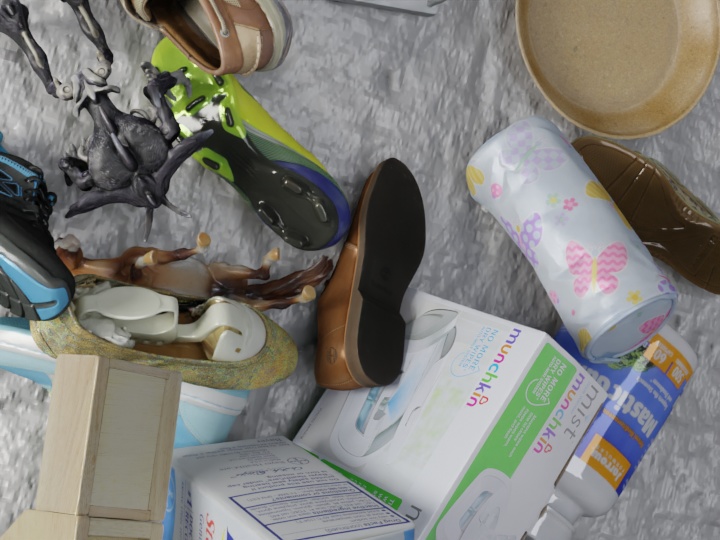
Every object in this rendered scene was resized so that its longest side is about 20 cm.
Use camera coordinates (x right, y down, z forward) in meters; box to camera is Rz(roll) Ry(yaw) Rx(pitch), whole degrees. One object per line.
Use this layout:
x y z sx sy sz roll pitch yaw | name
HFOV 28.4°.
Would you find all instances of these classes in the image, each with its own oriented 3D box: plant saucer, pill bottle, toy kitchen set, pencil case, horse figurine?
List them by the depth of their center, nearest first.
-0.205 0.156 0.977 0.163 0.200 0.181 19 75 -54 | toy kitchen set
-0.119 0.005 1.039 0.200 0.132 0.050 11 73 -35 | horse figurine
0.162 -0.025 1.110 0.091 0.083 0.200 -40 62 14 | pencil case
0.176 0.128 1.148 0.112 0.112 0.200 38 77 -17 | pill bottle
0.212 -0.209 1.201 0.200 0.035 0.201 0 90 -21 | plant saucer

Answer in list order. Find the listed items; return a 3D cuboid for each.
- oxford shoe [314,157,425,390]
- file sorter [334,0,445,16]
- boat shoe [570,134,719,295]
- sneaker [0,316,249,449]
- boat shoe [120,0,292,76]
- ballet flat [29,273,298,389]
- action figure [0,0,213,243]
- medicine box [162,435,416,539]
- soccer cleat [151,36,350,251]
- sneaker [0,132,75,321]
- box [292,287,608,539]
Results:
0.000 0.000 1.095 0.071 0.071 0.200 38 52 -34 | oxford shoe
-0.006 -0.283 1.069 0.200 0.125 0.139 5 89 -22 | file sorter
0.247 -0.050 1.208 0.200 0.063 0.073 36 107 -16 | boat shoe
-0.191 0.113 1.026 0.200 0.080 0.131 17 94 -10 | sneaker
-0.136 -0.210 1.005 0.200 0.076 0.072 42 46 19 | boat shoe
-0.124 0.040 0.982 0.200 0.071 0.071 9 87 -26 | ballet flat
-0.175 -0.111 1.004 0.119 0.102 0.200 -30 84 5 | action figure
-0.057 0.229 0.953 0.103 0.200 0.182 -3 102 -28 | medicine box
-0.084 -0.095 1.078 0.065 0.084 0.200 -42 88 16 | soccer cleat
-0.237 -0.040 0.951 0.082 0.200 0.073 -31 137 -23 | sneaker
0.054 0.132 1.058 0.097 0.176 0.200 42 76 -35 | box
